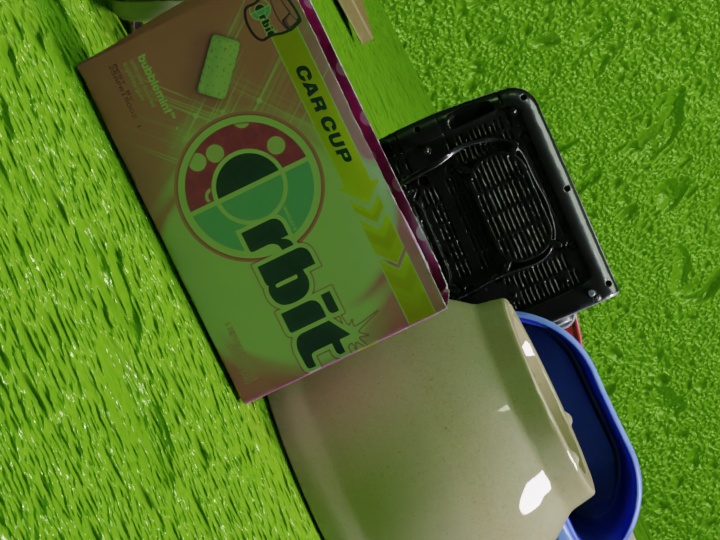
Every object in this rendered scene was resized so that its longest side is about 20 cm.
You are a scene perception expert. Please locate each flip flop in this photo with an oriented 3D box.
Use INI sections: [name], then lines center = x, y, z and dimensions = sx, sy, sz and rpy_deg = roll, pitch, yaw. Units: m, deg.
[flip flop]
center = -0.094, -0.140, 1.551
dimensions = 0.200, 0.081, 0.058
rpy_deg = -43, 125, -82

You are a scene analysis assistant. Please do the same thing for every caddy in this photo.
[caddy]
center = 0.111, 0.123, 1.902
dimensions = 0.201, 0.141, 0.105
rpy_deg = 64, 1, -3

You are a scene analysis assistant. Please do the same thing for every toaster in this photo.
[toaster]
center = 0.073, -0.031, 2.017
dimensions = 0.119, 0.180, 0.201
rpy_deg = 6, 60, -86

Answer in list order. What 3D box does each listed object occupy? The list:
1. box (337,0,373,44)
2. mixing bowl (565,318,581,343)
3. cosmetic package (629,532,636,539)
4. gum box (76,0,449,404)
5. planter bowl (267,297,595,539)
[box]
center = -0.044, -0.366, 3.032
dimensions = 0.164, 0.021, 0.200
rpy_deg = -104, 167, -60
[mixing bowl]
center = 0.093, 0.012, 2.171
dimensions = 0.200, 0.108, 0.201
rpy_deg = 161, -90, -84
[cosmetic package]
center = 0.159, 0.225, 2.073
dimensions = 0.088, 0.103, 0.200
rpy_deg = 64, 8, 1
[gum box]
center = -0.049, -0.050, 1.365
dimensions = 0.201, 0.113, 0.066
rpy_deg = 64, 6, -7
[planter bowl]
center = 0.045, 0.095, 1.493
dimensions = 0.201, 0.134, 0.200
rpy_deg = 63, 7, -13
